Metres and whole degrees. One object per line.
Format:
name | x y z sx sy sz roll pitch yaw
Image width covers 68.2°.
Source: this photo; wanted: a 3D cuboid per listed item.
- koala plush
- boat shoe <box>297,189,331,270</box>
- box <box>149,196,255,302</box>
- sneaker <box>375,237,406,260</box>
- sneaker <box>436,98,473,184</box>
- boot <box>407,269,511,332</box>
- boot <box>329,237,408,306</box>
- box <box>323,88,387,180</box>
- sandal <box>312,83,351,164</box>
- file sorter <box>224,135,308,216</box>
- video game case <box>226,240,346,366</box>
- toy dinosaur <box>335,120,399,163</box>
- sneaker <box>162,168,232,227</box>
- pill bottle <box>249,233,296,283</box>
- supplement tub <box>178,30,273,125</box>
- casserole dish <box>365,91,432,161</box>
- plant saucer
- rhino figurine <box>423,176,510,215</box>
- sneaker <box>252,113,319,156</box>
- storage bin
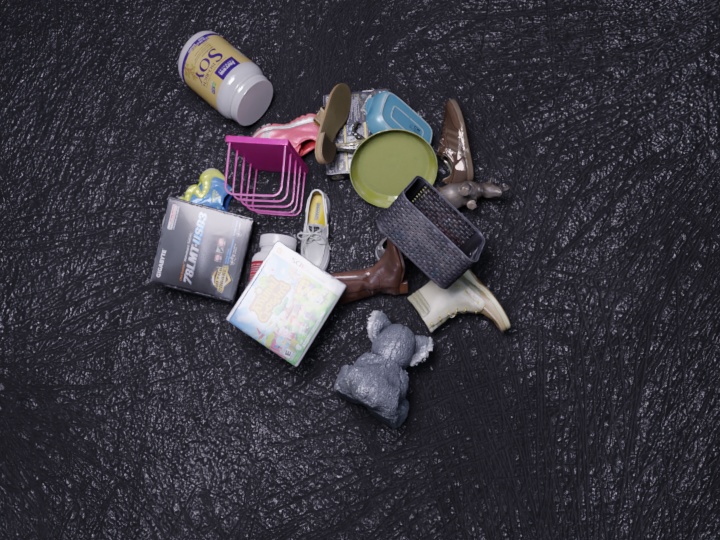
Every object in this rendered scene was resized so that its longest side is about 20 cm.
koala plush | 0.056 0.199 1.122 0.175 0.184 0.202 29 73 10
boat shoe | -0.103 -0.089 1.221 0.073 0.086 0.206 5 81 8
box | -0.362 -0.047 1.228 0.195 0.050 0.204 15 90 -9
sneaker | 0.126 -0.070 1.192 0.198 0.082 0.076 -27 78 2
sneaker | 0.208 -0.296 1.228 0.074 0.070 0.204 -12 79 6
boot | 0.214 0.088 1.160 0.154 0.072 0.201 -40 71 -2
boot | 0.000 0.000 1.159 0.196 0.189 0.065 -8 39 5
box | -0.005 -0.324 1.269 0.158 0.049 0.204 -5 80 7
sandal | -0.084 -0.338 1.218 0.069 0.078 0.215 0 65 31
file sorter | -0.209 -0.204 1.198 0.136 0.200 0.128 5 84 8
video game case | -0.155 0.068 1.127 0.180 0.022 0.202 32 81 2
toy dinosaur | 0.011 -0.296 1.218 0.196 0.047 0.090 8 89 10
sneaker | -0.381 -0.145 1.271 0.104 0.076 0.201 36 85 11
pill bottle | -0.195 0.026 1.200 0.110 0.112 0.204 4 81 7
supplement tub | -0.323 -0.460 1.281 0.199 0.145 0.146 40 87 12
casserole dish | 0.096 -0.323 1.202 0.199 0.039 0.123 33 60 -28
plant saucer | 0.073 -0.231 1.193 0.196 0.202 0.031 -6 41 6
rhino figurine | 0.236 -0.169 1.187 0.196 0.088 0.061 -10 108 11
sneaker | -0.177 -0.304 1.263 0.197 0.074 0.088 -19 62 3
storage bin | 0.145 -0.079 1.083 0.200 0.135 0.094 42 124 -1
